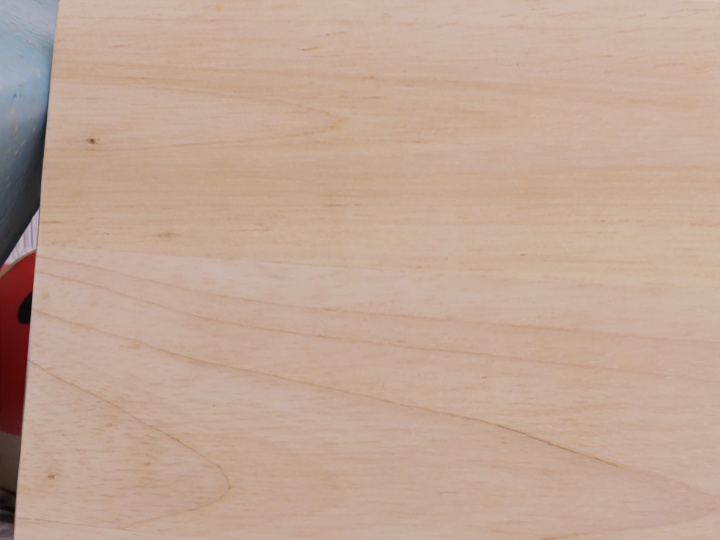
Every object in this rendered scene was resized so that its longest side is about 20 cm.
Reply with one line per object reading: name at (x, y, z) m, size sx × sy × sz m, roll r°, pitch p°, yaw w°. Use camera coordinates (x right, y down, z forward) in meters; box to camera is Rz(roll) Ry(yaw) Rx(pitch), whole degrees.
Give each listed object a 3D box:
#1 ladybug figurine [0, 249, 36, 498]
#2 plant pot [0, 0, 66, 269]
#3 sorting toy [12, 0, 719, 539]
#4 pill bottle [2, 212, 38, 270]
ladybug figurine at (-0.061, 0.035, 0.953) m, size 0.135 × 0.072 × 0.199 m, roll -13°, pitch 19°, yaw -43°
plant pot at (-0.184, -0.027, 0.754) m, size 0.195 × 0.197 × 0.200 m, roll 32°, pitch 0°, yaw -9°
sorting toy at (0.022, 0.035, 0.711) m, size 0.199 × 0.200 × 0.070 m, roll 4°, pitch -2°, yaw 19°
pill bottle at (-0.138, -0.096, 1.228) m, size 0.113 × 0.202 × 0.114 m, roll 0°, pitch 13°, yaw 0°
